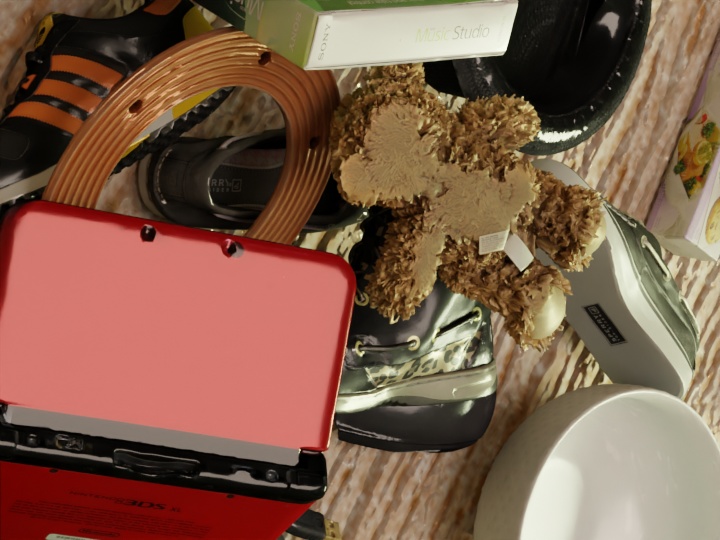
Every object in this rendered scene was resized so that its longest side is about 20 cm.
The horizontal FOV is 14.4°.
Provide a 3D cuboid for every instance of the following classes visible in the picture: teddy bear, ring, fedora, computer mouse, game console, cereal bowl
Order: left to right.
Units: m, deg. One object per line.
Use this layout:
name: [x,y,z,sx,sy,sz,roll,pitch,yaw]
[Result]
game console: [-0.121,0.066,1.505,0.199,0.172,0.119,11,58,-23]
ring: [-0.094,-0.046,1.515,0.200,0.019,0.201,-29,142,-25]
computer mouse: [0.014,0.100,1.705,0.200,0.046,0.141,17,84,-43]
teddy bear: [0.055,-0.037,1.574,0.199,0.067,0.146,14,94,-32]
fedora: [0.089,-0.166,1.699,0.200,0.091,0.202,-2,93,-47]
cereal bowl: [0.142,0.166,1.807,0.200,0.083,0.201,-9,103,-41]

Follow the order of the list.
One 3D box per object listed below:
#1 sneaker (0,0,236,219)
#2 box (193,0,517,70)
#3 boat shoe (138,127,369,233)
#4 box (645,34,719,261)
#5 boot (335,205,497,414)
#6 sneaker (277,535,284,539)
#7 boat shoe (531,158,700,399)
sneaker: [-0.162,-0.088,1.514,0.200,0.070,0.090,-30,86,-26]
box: [-0.034,-0.162,1.518,0.144,0.200,0.036,-8,119,-41]
boat shoe: [-0.035,-0.051,1.629,0.199,0.057,0.067,-5,100,-42]
box: [0.246,-0.104,1.889,0.041,0.039,0.201,34,74,-41]
boot: [0.000,0.000,1.615,0.203,0.073,0.154,-1,102,-38]
sneaker: [-0.042,0.191,1.642,0.200,0.084,0.077,42,68,-38]
boat shoe: [0.156,-0.002,1.809,0.200,0.070,0.064,58,44,-30]
